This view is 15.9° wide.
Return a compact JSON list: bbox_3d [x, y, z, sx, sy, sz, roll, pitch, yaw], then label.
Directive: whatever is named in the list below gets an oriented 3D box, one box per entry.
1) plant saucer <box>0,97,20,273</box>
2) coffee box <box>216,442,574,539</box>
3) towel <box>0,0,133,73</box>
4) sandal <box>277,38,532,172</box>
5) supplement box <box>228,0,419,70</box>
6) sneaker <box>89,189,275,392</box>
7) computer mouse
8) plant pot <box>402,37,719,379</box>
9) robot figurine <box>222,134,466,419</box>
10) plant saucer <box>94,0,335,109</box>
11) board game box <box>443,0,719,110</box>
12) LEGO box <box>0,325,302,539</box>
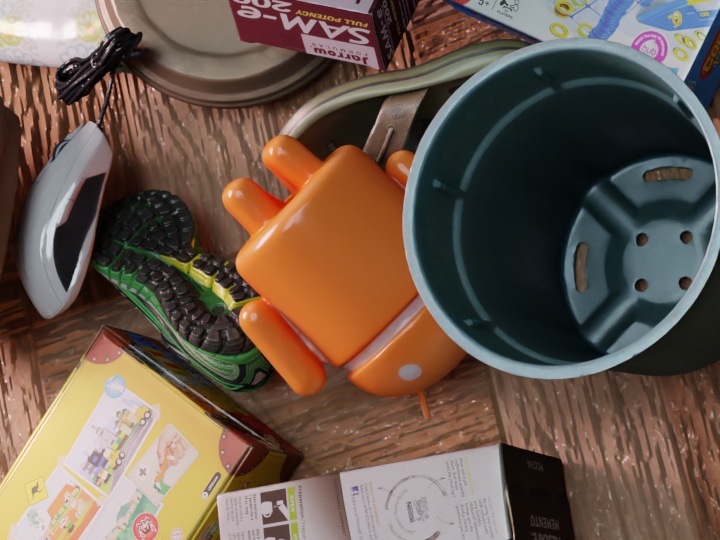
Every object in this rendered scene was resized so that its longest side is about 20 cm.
[{"bbox_3d":[-0.266,-0.026,1.792,0.029,0.200,0.200,11,83,-14],"label":"plant saucer"},{"bbox_3d":[0.024,0.169,1.645,0.200,0.113,0.080,-13,75,23],"label":"coffee box"},{"bbox_3d":[-0.215,-0.246,1.876,0.171,0.048,0.200,7,83,29],"label":"towel"},{"bbox_3d":[0.031,-0.097,1.710,0.201,0.080,0.057,-19,71,21],"label":"sandal"},{"bbox_3d":[0.000,-0.234,1.711,0.109,0.061,0.200,13,60,20],"label":"supplement box"},{"bbox_3d":[-0.128,0.017,1.766,0.078,0.085,0.200,-30,47,-16],"label":"sneaker"},{"bbox_3d":[-0.201,-0.067,1.766,0.110,0.044,0.200,-11,64,60],"label":"computer mouse"},{"bbox_3d":[0.156,-0.022,1.571,0.200,0.196,0.200,-5,79,25],"label":"plant pot"},{"bbox_3d":[0.001,-0.001,1.667,0.200,0.144,0.117,45,138,-4],"label":"robot figurine"},{"bbox_3d":[-0.092,-0.212,1.790,0.200,0.029,0.200,-1,81,9],"label":"plant saucer"},{"bbox_3d":[0.174,-0.229,1.681,0.200,0.056,0.196,26,93,27],"label":"board game box"},{"bbox_3d":[-0.160,0.163,1.753,0.149,0.077,0.200,36,97,26],"label":"LEGO box"}]
